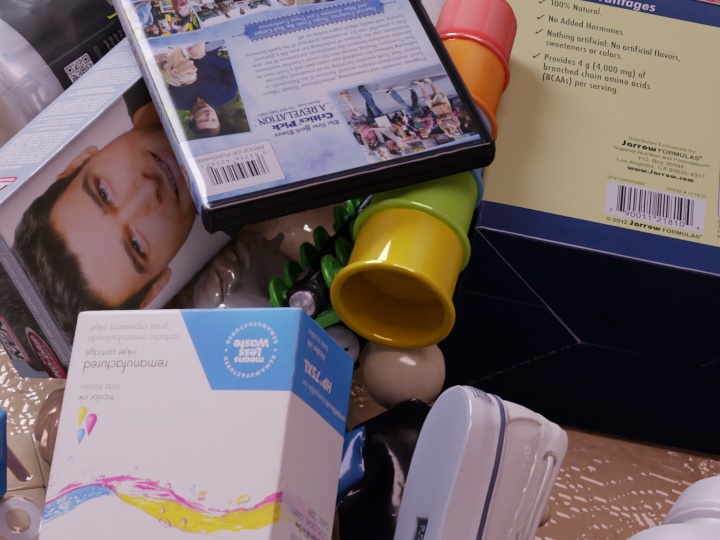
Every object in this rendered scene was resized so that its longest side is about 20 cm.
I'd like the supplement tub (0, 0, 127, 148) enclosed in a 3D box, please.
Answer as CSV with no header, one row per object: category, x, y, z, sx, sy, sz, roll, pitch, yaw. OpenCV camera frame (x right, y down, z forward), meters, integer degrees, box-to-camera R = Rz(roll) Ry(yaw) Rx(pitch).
supplement tub,-0.143,-0.119,1.368,0.122,0.123,0.200,36,51,19

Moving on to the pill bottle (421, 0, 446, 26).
pill bottle,0.011,-0.150,1.439,0.111,0.113,0.201,11,47,-3

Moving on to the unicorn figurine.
unicorn figurine,-0.069,0.052,1.257,0.199,0.074,0.138,-20,60,-31

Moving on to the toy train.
toy train,0.000,0.000,1.293,0.042,0.057,0.200,-23,11,19

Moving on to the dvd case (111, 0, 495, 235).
dvd case,-0.035,-0.106,1.238,0.142,0.018,0.201,-13,48,-13

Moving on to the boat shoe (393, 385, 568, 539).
boat shoe,0.050,0.158,1.124,0.086,0.075,0.203,18,81,-21

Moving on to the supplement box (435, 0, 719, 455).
supplement box,0.151,-0.031,1.348,0.199,0.135,0.201,11,47,-2

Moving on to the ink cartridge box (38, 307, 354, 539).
ink cartridge box,-0.078,0.121,1.141,0.115,0.067,0.201,-2,66,22

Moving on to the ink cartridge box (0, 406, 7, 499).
ink cartridge box,-0.261,0.122,1.161,0.115,0.068,0.200,26,50,14

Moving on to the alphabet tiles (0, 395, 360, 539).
alphabet tiles,-0.086,0.111,1.256,0.199,0.008,0.168,-6,51,-18

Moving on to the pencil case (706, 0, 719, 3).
pencil case,0.166,-0.152,1.492,0.199,0.088,0.088,-19,55,-23

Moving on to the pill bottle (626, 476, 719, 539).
pill bottle,0.141,0.189,1.167,0.112,0.113,0.200,28,48,13

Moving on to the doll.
doll,0.022,0.124,1.190,0.135,0.048,0.201,2,72,-11

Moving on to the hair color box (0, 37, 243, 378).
hair color box,-0.111,-0.046,1.272,0.060,0.099,0.200,-1,37,47

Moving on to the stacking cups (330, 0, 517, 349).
stacking cups,0.042,-0.055,1.240,0.060,0.061,0.201,18,52,4
